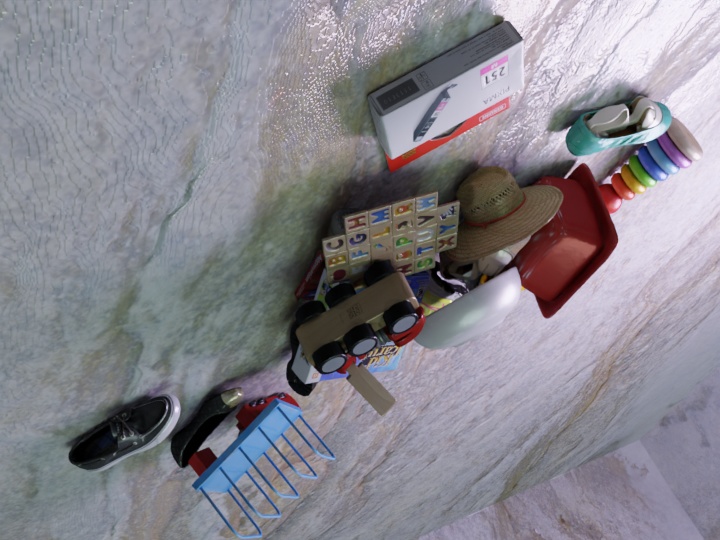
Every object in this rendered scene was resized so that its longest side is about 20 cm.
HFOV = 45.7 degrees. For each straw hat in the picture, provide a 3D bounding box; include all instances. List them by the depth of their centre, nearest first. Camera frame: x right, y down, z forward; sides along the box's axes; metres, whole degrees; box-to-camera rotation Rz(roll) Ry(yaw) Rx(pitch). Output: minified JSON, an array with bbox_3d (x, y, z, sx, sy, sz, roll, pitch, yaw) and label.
[{"bbox_3d":[0.192,-0.106,1.263,0.199,0.202,0.086,-32,111,5],"label":"straw hat"}]

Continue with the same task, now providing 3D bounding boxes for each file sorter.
[{"bbox_3d":[-0.156,0.340,1.453,0.200,0.123,0.139,-46,160,-2],"label":"file sorter"}]

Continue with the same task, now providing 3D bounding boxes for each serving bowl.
[{"bbox_3d":[0.170,0.070,1.331,0.198,0.067,0.200,-29,176,-2],"label":"serving bowl"}]

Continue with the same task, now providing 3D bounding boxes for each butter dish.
[{"bbox_3d":[0.288,-0.061,1.371,0.145,0.203,0.200,14,133,-23],"label":"butter dish"}]

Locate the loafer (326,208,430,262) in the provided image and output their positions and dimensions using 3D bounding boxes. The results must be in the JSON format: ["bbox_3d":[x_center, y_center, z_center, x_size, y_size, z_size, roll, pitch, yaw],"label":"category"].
[{"bbox_3d":[0.029,-0.046,1.237,0.197,0.076,0.070,7,140,-35],"label":"loafer"}]

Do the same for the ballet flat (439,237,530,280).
[{"bbox_3d":[0.192,-0.020,1.339,0.067,0.069,0.199,24,158,-23],"label":"ballet flat"}]

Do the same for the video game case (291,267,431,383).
[{"bbox_3d":[0.004,0.081,1.337,0.197,0.045,0.184,-4,123,-41],"label":"video game case"}]

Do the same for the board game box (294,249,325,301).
[{"bbox_3d":[0.000,0.000,1.331,0.197,0.020,0.104,-7,143,-38],"label":"board game box"}]

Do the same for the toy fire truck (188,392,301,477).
[{"bbox_3d":[-0.202,0.295,1.526,0.142,0.049,0.199,-53,159,19],"label":"toy fire truck"}]

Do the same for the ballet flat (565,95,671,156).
[{"bbox_3d":[0.404,-0.226,1.293,0.197,0.068,0.071,-19,159,-17],"label":"ballet flat"}]

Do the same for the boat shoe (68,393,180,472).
[{"bbox_3d":[-0.375,0.253,1.340,0.198,0.071,0.066,-29,155,14],"label":"boat shoe"}]

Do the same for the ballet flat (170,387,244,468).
[{"bbox_3d":[-0.260,0.268,1.477,0.066,0.057,0.200,7,135,-50],"label":"ballet flat"}]

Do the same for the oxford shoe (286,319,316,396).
[{"bbox_3d":[-0.071,0.113,1.414,0.084,0.072,0.202,-42,160,-43],"label":"oxford shoe"}]

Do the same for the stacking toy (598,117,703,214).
[{"bbox_3d":[0.482,-0.165,1.465,0.085,0.086,0.200,7,139,-49],"label":"stacking toy"}]

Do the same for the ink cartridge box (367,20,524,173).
[{"bbox_3d":[0.115,-0.202,1.086,0.197,0.044,0.174,-29,151,-3],"label":"ink cartridge box"}]

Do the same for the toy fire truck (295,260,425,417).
[{"bbox_3d":[0.020,0.111,1.248,0.174,0.130,0.201,-29,150,2],"label":"toy fire truck"}]

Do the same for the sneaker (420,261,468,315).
[{"bbox_3d":[0.134,0.044,1.486,0.089,0.079,0.199,-30,148,20],"label":"sneaker"}]

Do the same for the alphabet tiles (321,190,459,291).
[{"bbox_3d":[0.044,-0.037,1.183,0.196,0.006,0.168,-16,145,-9],"label":"alphabet tiles"}]

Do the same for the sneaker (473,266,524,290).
[{"bbox_3d":[0.229,0.042,1.574,0.081,0.078,0.201,15,120,-48],"label":"sneaker"}]
